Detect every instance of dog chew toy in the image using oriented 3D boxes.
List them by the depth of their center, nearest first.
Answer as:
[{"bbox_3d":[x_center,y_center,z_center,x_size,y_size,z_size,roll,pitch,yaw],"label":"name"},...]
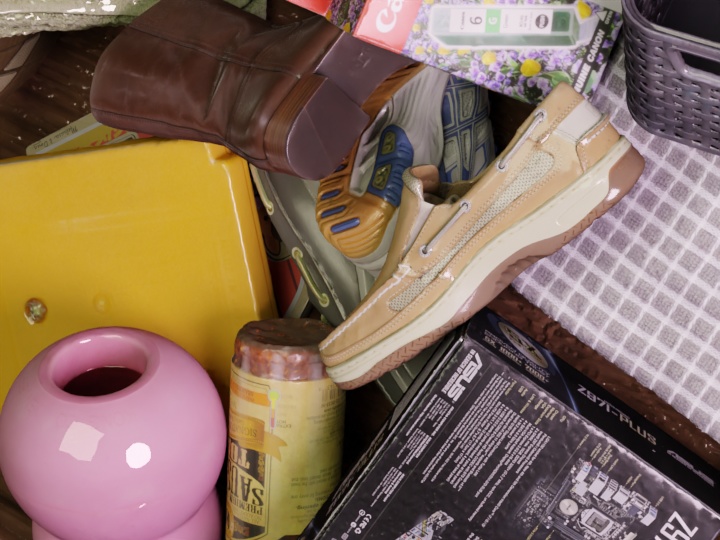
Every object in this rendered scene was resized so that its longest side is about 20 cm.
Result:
[{"bbox_3d":[-0.130,0.130,1.318,0.124,0.125,0.200,16,132,27],"label":"dog chew toy"}]

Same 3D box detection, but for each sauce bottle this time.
[{"bbox_3d":[-0.042,0.128,1.301,0.066,0.066,0.201,10,107,27],"label":"sauce bottle"}]

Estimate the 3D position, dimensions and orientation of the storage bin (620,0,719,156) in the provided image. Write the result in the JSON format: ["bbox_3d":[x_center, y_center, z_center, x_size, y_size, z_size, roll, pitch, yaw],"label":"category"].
[{"bbox_3d":[0.219,-0.154,1.146,0.135,0.094,0.200,19,65,18],"label":"storage bin"}]

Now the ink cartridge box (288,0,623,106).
[{"bbox_3d":[0.039,-0.158,1.178,0.109,0.200,0.050,-68,23,9],"label":"ink cartridge box"}]

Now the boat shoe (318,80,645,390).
[{"bbox_3d":[0.046,-0.021,1.195,0.200,0.072,0.076,-39,97,19],"label":"boat shoe"}]

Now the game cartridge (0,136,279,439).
[{"bbox_3d":[-0.140,0.015,1.369,0.199,0.032,0.177,-6,101,27],"label":"game cartridge"}]

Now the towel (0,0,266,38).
[{"bbox_3d":[-0.151,-0.209,1.367,0.199,0.036,0.149,-3,88,-8],"label":"towel"}]

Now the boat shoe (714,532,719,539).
[{"bbox_3d":[0.178,0.194,1.184,0.072,0.068,0.200,34,78,-9],"label":"boat shoe"}]

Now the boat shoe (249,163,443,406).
[{"bbox_3d":[0.002,-0.001,1.311,0.060,0.072,0.202,-34,80,48],"label":"boat shoe"}]

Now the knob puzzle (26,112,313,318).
[{"bbox_3d":[-0.103,-0.016,1.384,0.219,0.030,0.220,-2,85,26],"label":"knob puzzle"}]

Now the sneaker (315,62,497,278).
[{"bbox_3d":[0.038,-0.079,1.294,0.075,0.088,0.200,-5,56,44],"label":"sneaker"}]

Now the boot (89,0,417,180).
[{"bbox_3d":[-0.044,-0.138,1.295,0.186,0.064,0.200,-49,36,-17],"label":"boot"}]

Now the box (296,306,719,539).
[{"bbox_3d":[0.064,0.146,1.222,0.164,0.086,0.200,35,103,-1],"label":"box"}]

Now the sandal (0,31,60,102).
[{"bbox_3d":[-0.202,-0.186,1.420,0.054,0.080,0.200,22,90,16],"label":"sandal"}]

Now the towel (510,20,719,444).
[{"bbox_3d":[0.179,-0.017,1.211,0.200,0.086,0.166,38,103,24],"label":"towel"}]
